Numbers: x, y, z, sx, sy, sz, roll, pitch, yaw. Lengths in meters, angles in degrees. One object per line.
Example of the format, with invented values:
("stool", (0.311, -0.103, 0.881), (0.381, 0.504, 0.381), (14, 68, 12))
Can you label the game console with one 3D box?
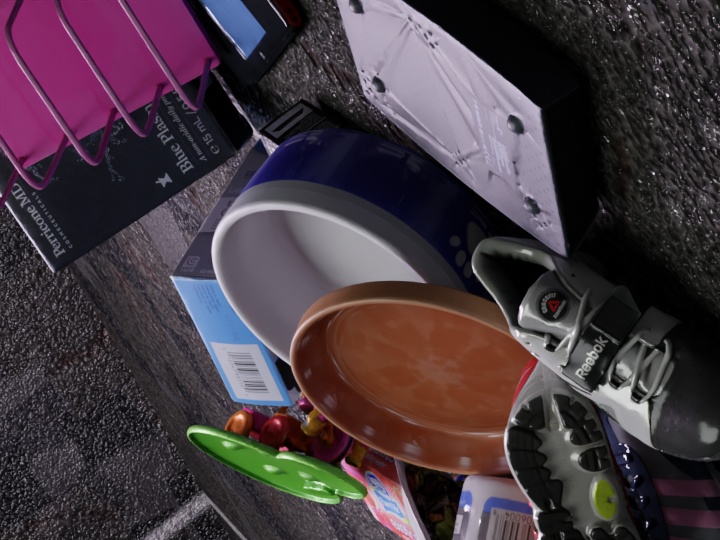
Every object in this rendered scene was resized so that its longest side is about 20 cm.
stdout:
("game console", (-0.119, -0.232, 1.240), (0.177, 0.031, 0.200), (56, 166, -3))

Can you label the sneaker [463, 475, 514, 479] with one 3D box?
("sneaker", (0.130, 0.139, 1.242), (0.082, 0.075, 0.200), (35, 167, 14))

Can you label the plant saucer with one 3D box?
("plant saucer", (0.052, 0.070, 1.071), (0.199, 0.032, 0.201), (13, 144, 10))

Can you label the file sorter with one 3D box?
("file sorter", (-0.232, -0.155, 1.257), (0.139, 0.199, 0.126), (58, -164, -24))

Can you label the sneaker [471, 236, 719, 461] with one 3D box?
("sneaker", (0.133, 0.041, 0.912), (0.088, 0.074, 0.200), (19, -167, -43))

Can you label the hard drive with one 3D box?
("hard drive", (0.060, -0.106, 0.934), (0.200, 0.042, 0.135), (43, 161, 39))

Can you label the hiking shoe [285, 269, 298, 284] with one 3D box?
("hiking shoe", (-0.002, 0.062, 1.268), (0.100, 0.076, 0.200), (19, 157, 49))

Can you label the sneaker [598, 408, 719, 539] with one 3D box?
("sneaker", (0.196, 0.163, 1.027), (0.200, 0.082, 0.070), (53, 166, 6))

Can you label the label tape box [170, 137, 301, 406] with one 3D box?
("label tape box", (-0.066, -0.009, 1.348), (0.066, 0.201, 0.144), (3, 134, 30))

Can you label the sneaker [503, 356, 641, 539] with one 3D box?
("sneaker", (0.138, 0.141, 1.005), (0.085, 0.076, 0.201), (-78, -22, -62))

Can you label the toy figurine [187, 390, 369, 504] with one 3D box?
("toy figurine", (-0.035, 0.093, 1.425), (0.150, 0.185, 0.199), (34, 160, -32))

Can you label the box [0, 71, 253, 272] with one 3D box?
("box", (-0.231, -0.139, 1.409), (0.197, 0.199, 0.117), (56, -170, -10))

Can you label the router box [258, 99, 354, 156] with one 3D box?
("router box", (0.009, -0.021, 1.261), (0.149, 0.051, 0.201), (36, 157, 46))

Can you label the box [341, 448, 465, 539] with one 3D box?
("box", (0.065, 0.180, 1.440), (0.095, 0.102, 0.200), (59, 166, -17))

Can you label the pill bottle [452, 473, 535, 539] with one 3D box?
("pill bottle", (0.106, 0.247, 1.093), (0.113, 0.202, 0.114), (12, 171, 2))

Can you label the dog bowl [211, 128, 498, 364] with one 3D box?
("dog bowl", (0.000, 0.000, 1.130), (0.199, 0.079, 0.201), (22, 145, 16))

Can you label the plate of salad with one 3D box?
("plate of salad", (0.090, 0.209, 1.237), (0.201, 0.048, 0.200), (54, -168, -17))
